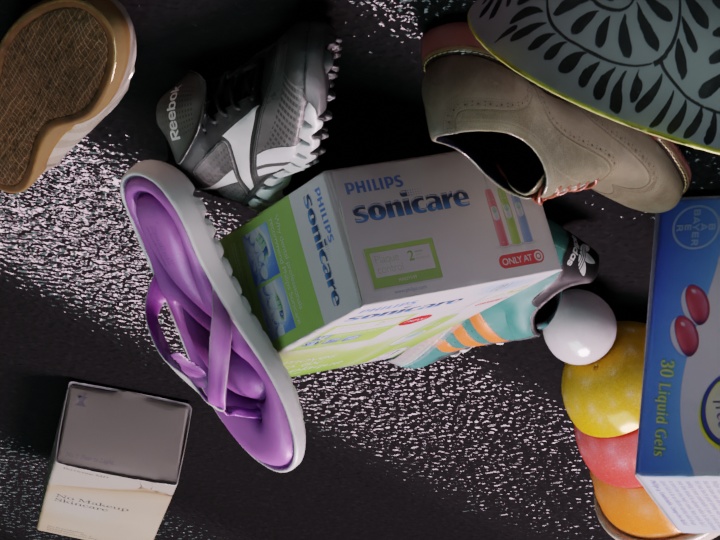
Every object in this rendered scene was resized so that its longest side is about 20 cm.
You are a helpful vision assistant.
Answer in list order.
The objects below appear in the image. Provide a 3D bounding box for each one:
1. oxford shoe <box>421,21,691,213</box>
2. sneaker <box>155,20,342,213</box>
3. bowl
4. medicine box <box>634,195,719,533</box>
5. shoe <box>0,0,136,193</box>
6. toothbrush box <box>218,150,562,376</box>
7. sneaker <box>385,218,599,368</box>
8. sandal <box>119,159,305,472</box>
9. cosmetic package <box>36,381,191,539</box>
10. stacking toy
[{"bbox_3d":[0.106,-0.064,1.311,0.200,0.075,0.070,24,151,-33],"label":"oxford shoe"},{"bbox_3d":[-0.068,-0.086,1.330,0.090,0.067,0.200,11,159,-11],"label":"sneaker"},{"bbox_3d":[0.157,-0.130,1.080,0.200,0.201,0.094,14,111,-5],"label":"bowl"},{"bbox_3d":[0.276,0.054,1.387,0.200,0.183,0.103,-3,155,24],"label":"medicine box"},{"bbox_3d":[-0.172,-0.110,1.342,0.070,0.053,0.200,46,145,-3],"label":"shoe"},{"bbox_3d":[0.000,0.000,1.416,0.145,0.086,0.200,-10,167,-34],"label":"toothbrush box"},{"bbox_3d":[0.082,0.023,1.523,0.080,0.072,0.200,21,153,-16],"label":"sneaker"},{"bbox_3d":[-0.098,0.034,1.377,0.082,0.050,0.203,-8,110,56],"label":"sandal"},{"bbox_3d":[-0.205,0.164,1.940,0.103,0.073,0.200,11,157,-6],"label":"cosmetic package"},{"bbox_3d":[0.184,0.081,1.600,0.146,0.146,0.200,-11,131,37],"label":"stacking toy"}]
